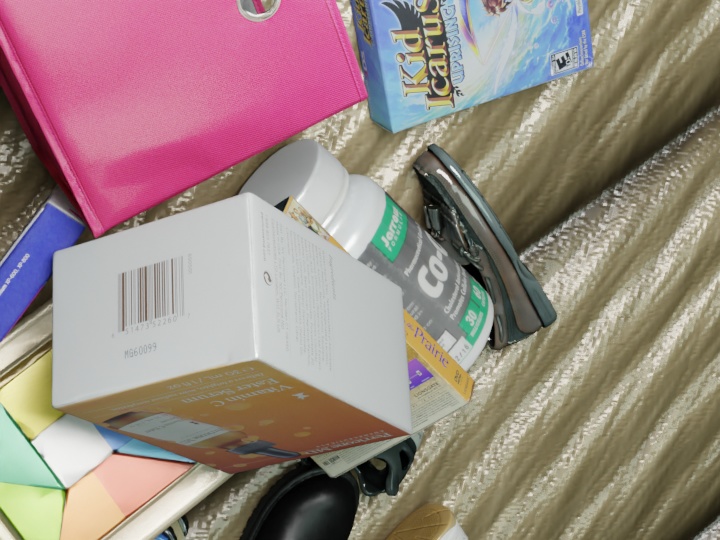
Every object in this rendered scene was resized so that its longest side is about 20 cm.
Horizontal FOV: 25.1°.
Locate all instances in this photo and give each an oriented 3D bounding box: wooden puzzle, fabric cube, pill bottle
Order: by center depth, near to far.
[{"bbox_3d":[-0.144,-0.175,1.042,0.199,0.200,0.197,-28,120,-12],"label":"fabric cube"},{"bbox_3d":[-0.208,0.124,1.164,0.200,0.037,0.185,-38,94,-21],"label":"wooden puzzle"},{"bbox_3d":[0.000,0.000,1.225,0.113,0.113,0.200,-48,118,-1],"label":"pill bottle"}]

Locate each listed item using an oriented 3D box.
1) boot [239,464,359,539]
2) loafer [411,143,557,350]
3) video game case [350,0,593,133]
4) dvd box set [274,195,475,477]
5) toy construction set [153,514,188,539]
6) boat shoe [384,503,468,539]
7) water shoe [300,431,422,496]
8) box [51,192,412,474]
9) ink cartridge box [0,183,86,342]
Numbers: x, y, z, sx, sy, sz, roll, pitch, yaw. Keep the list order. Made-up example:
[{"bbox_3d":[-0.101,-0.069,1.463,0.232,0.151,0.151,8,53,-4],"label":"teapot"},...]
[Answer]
[{"bbox_3d":[-0.048,0.269,1.285,0.079,0.158,0.212,32,94,-31],"label":"boot"},{"bbox_3d":[0.090,-0.011,1.294,0.063,0.072,0.200,-37,123,-1],"label":"loafer"},{"bbox_3d":[0.080,-0.225,1.218,0.180,0.045,0.201,-19,117,-16],"label":"video game case"},{"bbox_3d":[-0.035,0.053,1.175,0.146,0.029,0.200,-33,111,33],"label":"dvd box set"},{"bbox_3d":[-0.206,0.198,1.231,0.131,0.092,0.201,-22,113,13],"label":"toy construction set"},{"bbox_3d":[0.018,0.290,1.375,0.200,0.071,0.069,-41,119,-7],"label":"boat shoe"},{"bbox_3d":[-0.027,0.115,1.271,0.200,0.071,0.079,33,61,-32],"label":"water shoe"},{"bbox_3d":[-0.078,0.048,1.037,0.152,0.107,0.200,-16,155,26],"label":"box"},{"bbox_3d":[-0.219,-0.009,1.074,0.037,0.200,0.095,37,93,-8],"label":"ink cartridge box"}]
